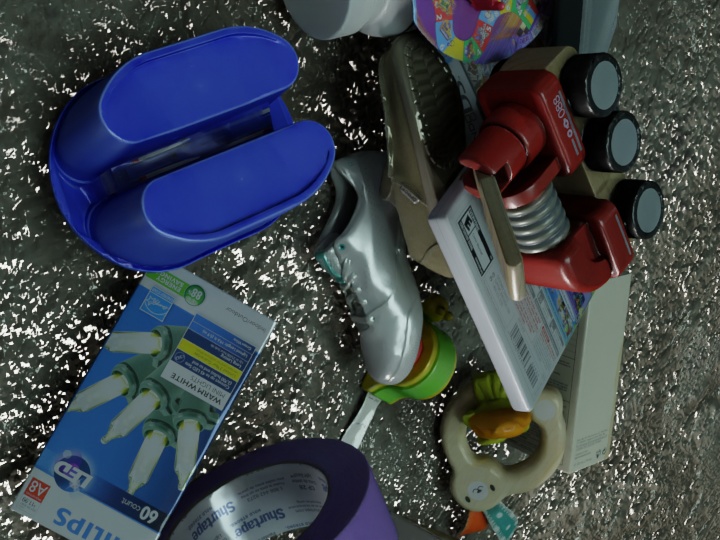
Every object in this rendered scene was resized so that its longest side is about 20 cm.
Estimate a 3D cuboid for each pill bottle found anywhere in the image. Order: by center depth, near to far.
[{"bbox_3d":[0.039,-0.248,0.791,0.199,0.116,0.118,-24,118,-32],"label":"pill bottle"}]

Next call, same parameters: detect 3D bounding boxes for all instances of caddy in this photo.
[{"bbox_3d":[-0.116,-0.083,0.713,0.199,0.105,0.143,-27,97,-35],"label":"caddy"}]

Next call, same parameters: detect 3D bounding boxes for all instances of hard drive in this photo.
[{"bbox_3d":[0.191,-0.229,0.853,0.200,0.033,0.141,73,36,-61],"label":"hard drive"}]

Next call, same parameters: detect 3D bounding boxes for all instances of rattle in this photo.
[{"bbox_3d":[0.132,0.209,0.983,0.129,0.143,0.202,13,108,-13],"label":"rattle"}]

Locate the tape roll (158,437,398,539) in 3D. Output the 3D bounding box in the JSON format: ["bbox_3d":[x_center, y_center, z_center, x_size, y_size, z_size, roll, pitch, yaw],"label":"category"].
[{"bbox_3d":[-0.074,0.210,0.767,0.199,0.199,0.066,-33,111,-29],"label":"tape roll"}]

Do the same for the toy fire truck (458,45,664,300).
[{"bbox_3d":[0.133,-0.042,0.745,0.200,0.128,0.177,-47,125,-27],"label":"toy fire truck"}]

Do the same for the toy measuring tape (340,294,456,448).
[{"bbox_3d":[0.036,0.115,0.927,0.073,0.073,0.201,33,80,-41],"label":"toy measuring tape"}]

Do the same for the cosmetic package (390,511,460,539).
[{"bbox_3d":[0.107,0.316,1.028,0.199,0.105,0.072,33,79,-43],"label":"cosmetic package"}]

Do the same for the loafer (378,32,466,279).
[{"bbox_3d":[0.046,-0.084,0.807,0.076,0.068,0.202,-32,112,-50],"label":"loafer"}]

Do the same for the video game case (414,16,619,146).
[{"bbox_3d":[0.153,-0.154,0.929,0.199,0.025,0.182,-25,94,-32],"label":"video game case"}]

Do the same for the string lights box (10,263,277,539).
[{"bbox_3d":[-0.153,0.101,0.737,0.102,0.059,0.201,29,81,-7],"label":"string lights box"}]

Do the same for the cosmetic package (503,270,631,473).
[{"bbox_3d":[0.207,0.092,1.047,0.073,0.103,0.202,-8,109,-40],"label":"cosmetic package"}]

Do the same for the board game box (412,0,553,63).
[{"bbox_3d":[0.104,-0.251,0.740,0.157,0.039,0.202,-19,114,-35],"label":"board game box"}]

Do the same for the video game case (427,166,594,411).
[{"bbox_3d":[0.137,-0.018,0.848,0.182,0.022,0.201,-52,127,-38],"label":"video game case"}]

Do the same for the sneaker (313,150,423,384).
[{"bbox_3d":[0.000,0.000,0.867,0.088,0.075,0.202,-6,97,-36],"label":"sneaker"}]
